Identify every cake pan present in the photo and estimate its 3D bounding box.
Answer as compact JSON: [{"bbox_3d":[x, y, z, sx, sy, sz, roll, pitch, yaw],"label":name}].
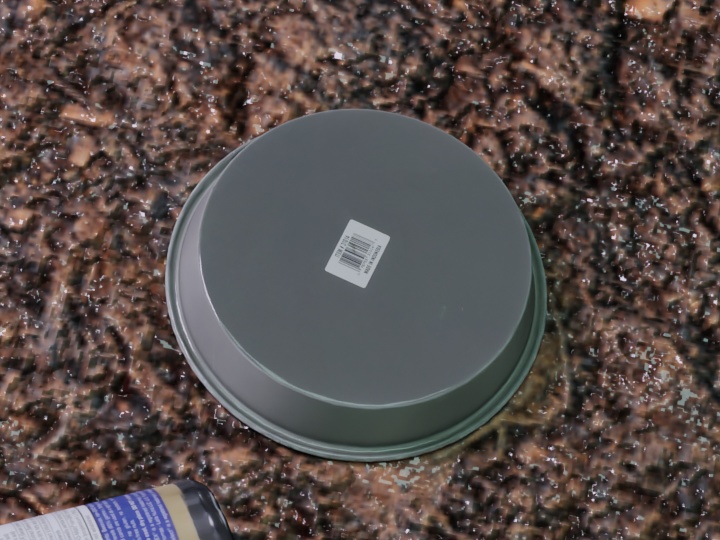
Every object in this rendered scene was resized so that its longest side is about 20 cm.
[{"bbox_3d":[0.000,0.000,1.528,0.199,0.037,0.201,3,62,-5],"label":"cake pan"}]

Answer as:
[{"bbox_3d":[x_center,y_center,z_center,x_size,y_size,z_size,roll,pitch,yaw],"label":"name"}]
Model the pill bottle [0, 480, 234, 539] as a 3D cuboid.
[{"bbox_3d":[-0.155,0.172,1.375,0.199,0.112,0.112,-14,65,-14],"label":"pill bottle"}]
